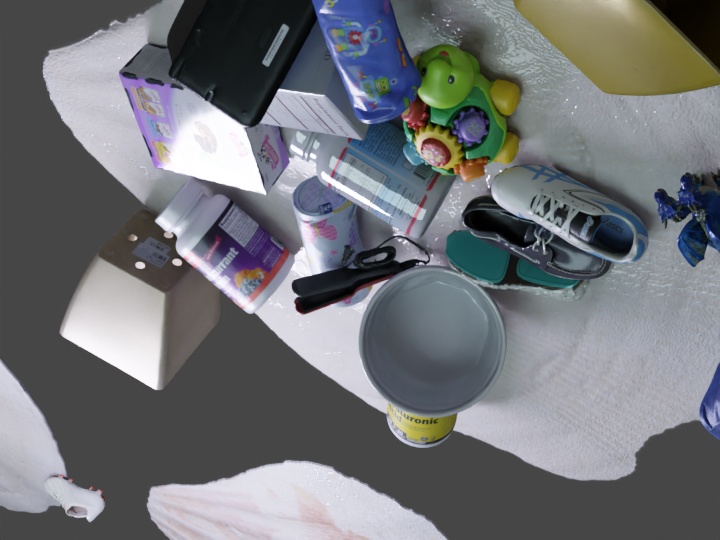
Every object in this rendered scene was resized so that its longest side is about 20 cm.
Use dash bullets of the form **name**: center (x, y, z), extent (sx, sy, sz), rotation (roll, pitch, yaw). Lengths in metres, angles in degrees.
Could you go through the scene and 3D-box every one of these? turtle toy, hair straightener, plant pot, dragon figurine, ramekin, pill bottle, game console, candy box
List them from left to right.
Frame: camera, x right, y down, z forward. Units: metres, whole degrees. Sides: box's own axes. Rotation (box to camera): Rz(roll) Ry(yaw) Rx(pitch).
- **plant pot**: center (-0.338, 0.027, 1.994), extent (0.198, 0.201, 0.178), rotation (28, 133, 9)
- **candy box**: center (-0.209, -0.205, 1.695), extent (0.197, 0.072, 0.169), rotation (15, 141, 26)
- **pill bottle**: center (-0.203, -0.040, 1.853), extent (0.199, 0.112, 0.111), rotation (41, 145, -10)
- **game console**: center (-0.128, -0.293, 1.402), extent (0.175, 0.116, 0.201), rotation (34, 111, 5)
- **hair straightener**: center (0.000, 0.000, 1.704), extent (0.197, 0.041, 0.078), rotation (-15, 135, -5)
- **pill bottle**: center (0.015, -0.134, 1.562), extent (0.198, 0.109, 0.109), rotation (31, 146, 5)
- **pill bottle**: center (0.098, 0.166, 1.855), extent (0.110, 0.112, 0.201), rotation (23, 144, 15)
- **ramekin**: center (0.098, 0.090, 1.695), extent (0.199, 0.202, 0.105), rotation (33, -173, 1)
- **turtle toy**: center (0.103, -0.182, 1.437), extent (0.144, 0.102, 0.202), rotation (19, 143, 21)
- **plant pot**: center (0.254, -0.276, 1.133), extent (0.199, 0.201, 0.176), rotation (40, 157, -10)
- **dragon figurine**: center (0.386, -0.040, 1.375), extent (0.058, 0.100, 0.201), rotation (-5, 130, 43)

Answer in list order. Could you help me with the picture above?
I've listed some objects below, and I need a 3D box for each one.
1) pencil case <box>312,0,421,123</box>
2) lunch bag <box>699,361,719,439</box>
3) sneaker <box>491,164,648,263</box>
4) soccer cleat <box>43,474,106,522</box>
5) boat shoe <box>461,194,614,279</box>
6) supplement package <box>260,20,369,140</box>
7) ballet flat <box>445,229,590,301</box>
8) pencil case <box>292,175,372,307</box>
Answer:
- **pencil case**: center (0.006, -0.252, 1.312), extent (0.085, 0.079, 0.202), rotation (-6, 131, 19)
- **lunch bag**: center (0.520, 0.157, 1.469), extent (0.198, 0.137, 0.133), rotation (31, 146, 3)
- **sneaker**: center (0.247, -0.069, 1.469), extent (0.198, 0.072, 0.073), rotation (24, 106, 6)
- **soccer cleat**: center (-0.701, 0.549, 3.010), extent (0.198, 0.078, 0.070), rotation (10, 139, 32)
- **boat shoe**: center (0.213, -0.036, 1.535), extent (0.198, 0.063, 0.074), rotation (24, 108, 20)
- **supplement package**: center (-0.081, -0.242, 1.474), extent (0.197, 0.119, 0.117), rotation (11, 165, 29)
- **ballet flat**: center (0.201, 0.002, 1.614), extent (0.197, 0.072, 0.072), rotation (17, 143, 24)
- **pencil case**: center (-0.036, -0.041, 1.742), extent (0.089, 0.084, 0.202), rotation (-17, 135, -5)
